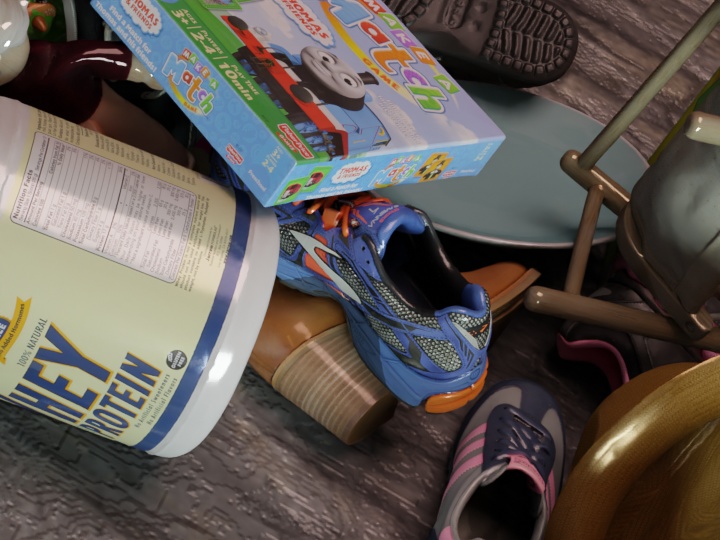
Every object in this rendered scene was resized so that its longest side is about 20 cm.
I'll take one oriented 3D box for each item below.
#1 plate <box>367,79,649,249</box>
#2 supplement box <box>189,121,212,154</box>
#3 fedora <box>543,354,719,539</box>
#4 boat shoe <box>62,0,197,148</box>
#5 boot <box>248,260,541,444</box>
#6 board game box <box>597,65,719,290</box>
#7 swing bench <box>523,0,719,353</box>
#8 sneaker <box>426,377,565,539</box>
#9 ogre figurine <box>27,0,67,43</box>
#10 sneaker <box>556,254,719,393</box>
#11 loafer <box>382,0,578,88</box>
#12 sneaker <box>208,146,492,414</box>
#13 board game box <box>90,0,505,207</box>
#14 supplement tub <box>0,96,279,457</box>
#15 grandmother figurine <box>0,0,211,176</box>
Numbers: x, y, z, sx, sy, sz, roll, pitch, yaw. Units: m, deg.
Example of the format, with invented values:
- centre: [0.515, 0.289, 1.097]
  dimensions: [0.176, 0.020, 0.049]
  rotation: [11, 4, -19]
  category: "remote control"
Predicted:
- centre: [0.080, -0.058, 1.612]
  dimensions: [0.200, 0.026, 0.200]
  rotation: [8, 31, -5]
  category: "plate"
- centre: [-0.092, -0.174, 1.587]
  dimensions: [0.101, 0.103, 0.200]
  rotation: [-7, 55, -38]
  category: "supplement box"
- centre: [0.173, 0.113, 1.455]
  dimensions: [0.200, 0.201, 0.082]
  rotation: [4, 24, -30]
  category: "fedora"
- centre: [-0.122, -0.129, 1.465]
  dimensions: [0.060, 0.200, 0.076]
  rotation: [18, 48, 37]
  category: "boat shoe"
- centre: [0.000, 0.000, 1.512]
  dimensions: [0.155, 0.074, 0.200]
  rotation: [44, 40, 16]
  category: "boot"
- centre: [0.216, -0.065, 1.610]
  dimensions: [0.048, 0.200, 0.102]
  rotation: [27, 42, -7]
  category: "board game box"
- centre: [0.229, -0.028, 1.467]
  dimensions: [0.200, 0.199, 0.130]
  rotation: [27, 50, -10]
  category: "swing bench"
- centre: [0.083, 0.118, 1.446]
  dimensions: [0.070, 0.082, 0.200]
  rotation: [28, 42, -6]
  category: "sneaker"
- centre: [-0.205, -0.165, 1.507]
  dimensions: [0.200, 0.098, 0.120]
  rotation: [-24, 77, -35]
  category: "ogre figurine"
- centre: [0.191, 0.087, 1.567]
  dimensions: [0.095, 0.079, 0.200]
  rotation: [-35, 78, -18]
  category: "sneaker"
- centre: [0.040, -0.161, 1.695]
  dimensions: [0.200, 0.071, 0.073]
  rotation: [27, 76, 6]
  category: "loafer"
- centre: [0.001, -0.017, 1.429]
  dimensions: [0.200, 0.078, 0.075]
  rotation: [42, 51, 12]
  category: "sneaker"
- centre: [-0.030, -0.106, 1.427]
  dimensions: [0.151, 0.037, 0.200]
  rotation: [49, 29, 19]
  category: "board game box"
- centre: [-0.157, -0.002, 1.355]
  dimensions: [0.200, 0.145, 0.145]
  rotation: [21, 44, -15]
  category: "supplement tub"
- centre: [-0.154, -0.088, 1.407]
  dimensions: [0.200, 0.121, 0.061]
  rotation: [40, 30, -47]
  category: "grandmother figurine"
